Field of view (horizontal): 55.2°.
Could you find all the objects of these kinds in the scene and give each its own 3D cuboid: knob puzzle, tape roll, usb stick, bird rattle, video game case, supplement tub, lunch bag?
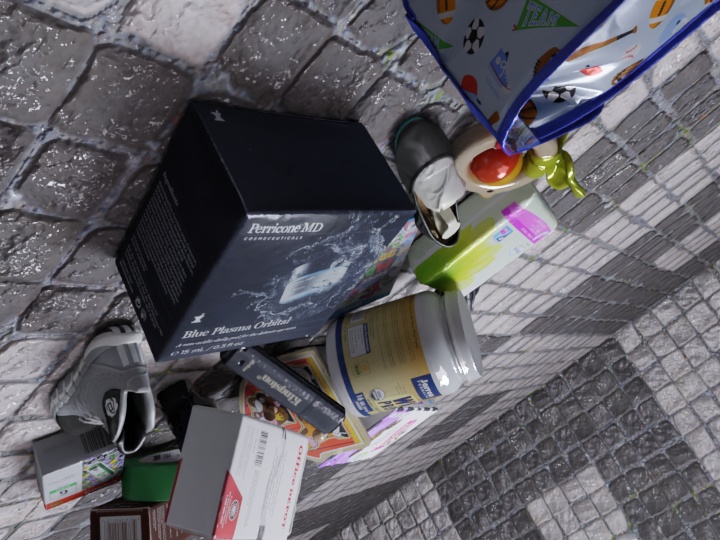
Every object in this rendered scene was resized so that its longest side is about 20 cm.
[{"bbox_3d":[-0.106,0.214,1.025,0.220,0.218,0.031,-48,-174,35],"label":"knob puzzle"},{"bbox_3d":[-0.259,0.300,1.041,0.194,0.050,0.201,-5,174,-1],"label":"tape roll"},{"bbox_3d":[-0.103,0.157,0.937,0.199,0.033,0.055,40,122,-21],"label":"usb stick"},{"bbox_3d":[0.173,-0.134,0.778,0.160,0.116,0.198,-25,159,30],"label":"bird rattle"},{"bbox_3d":[0.000,0.000,0.921,0.140,0.018,0.202,-22,155,-24],"label":"video game case"},{"bbox_3d":[0.063,0.114,0.969,0.195,0.149,0.144,-17,160,16],"label":"supplement tub"},{"bbox_3d":[0.139,-0.207,0.497,0.199,0.172,0.123,-40,150,18],"label":"lunch bag"}]

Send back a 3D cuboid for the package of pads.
[{"bbox_3d":[0.175,-0.048,0.980,0.198,0.069,0.154,-38,154,17],"label":"package of pads"}]

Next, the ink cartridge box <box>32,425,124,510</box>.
[{"bbox_3d":[-0.387,0.278,0.951,0.107,0.051,0.202,-16,151,-32],"label":"ink cartridge box"}]

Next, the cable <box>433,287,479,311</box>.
[{"bbox_3d":[0.155,0.071,1.145,0.166,0.050,0.199,-62,154,2],"label":"cable"}]

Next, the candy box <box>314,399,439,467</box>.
[{"bbox_3d":[0.021,0.247,1.149,0.167,0.073,0.199,-39,156,16],"label":"candy box"}]

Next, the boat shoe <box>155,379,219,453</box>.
[{"bbox_3d":[-0.236,0.234,0.996,0.073,0.094,0.201,-27,156,-6],"label":"boat shoe"}]

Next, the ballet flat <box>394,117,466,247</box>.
[{"bbox_3d":[0.088,-0.089,0.770,0.067,0.069,0.201,-34,152,-2],"label":"ballet flat"}]

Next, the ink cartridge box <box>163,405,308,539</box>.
[{"bbox_3d":[-0.157,0.276,0.921,0.080,0.151,0.200,4,161,23],"label":"ink cartridge box"}]

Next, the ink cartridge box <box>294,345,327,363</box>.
[{"bbox_3d":[-0.061,0.195,1.144,0.197,0.086,0.145,-3,144,-51],"label":"ink cartridge box"}]

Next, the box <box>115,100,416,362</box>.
[{"bbox_3d":[-0.089,-0.031,0.629,0.193,0.119,0.201,-6,145,-45],"label":"box"}]

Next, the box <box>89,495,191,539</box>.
[{"bbox_3d":[-0.299,0.364,1.023,0.097,0.078,0.200,-7,172,13],"label":"box"}]

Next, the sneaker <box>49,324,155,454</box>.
[{"bbox_3d":[-0.285,0.162,0.765,0.074,0.117,0.201,-6,146,-43],"label":"sneaker"}]
